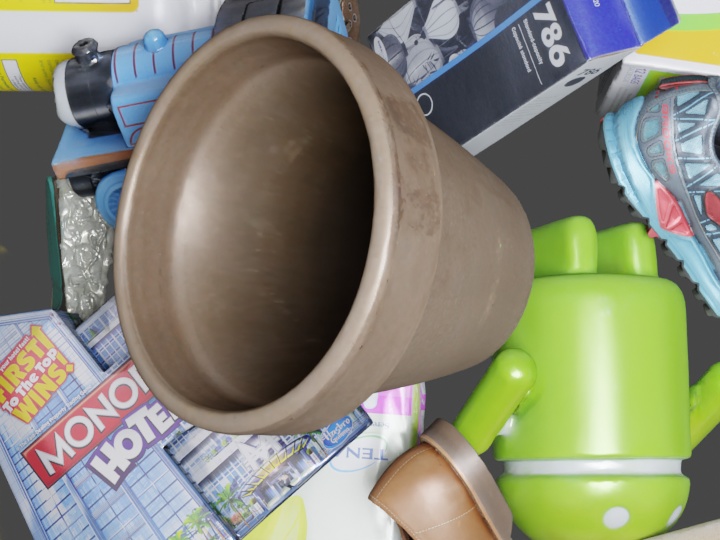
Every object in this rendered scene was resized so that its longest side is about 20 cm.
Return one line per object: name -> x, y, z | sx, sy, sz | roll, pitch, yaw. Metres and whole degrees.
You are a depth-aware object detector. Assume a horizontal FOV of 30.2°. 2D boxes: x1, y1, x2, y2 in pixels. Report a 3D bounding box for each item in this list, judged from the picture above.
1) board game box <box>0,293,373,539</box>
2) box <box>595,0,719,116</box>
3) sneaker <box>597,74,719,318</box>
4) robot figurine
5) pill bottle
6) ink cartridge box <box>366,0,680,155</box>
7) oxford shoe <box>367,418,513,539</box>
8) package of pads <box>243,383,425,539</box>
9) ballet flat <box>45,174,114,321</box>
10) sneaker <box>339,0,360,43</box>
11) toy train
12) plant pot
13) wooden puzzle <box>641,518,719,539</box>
board game box -> -0.130, 0.075, 0.754 | 0.200, 0.062, 0.200 | -41, 84, -1
box -> 0.254, -0.142, 0.809 | 0.197, 0.113, 0.103 | 9, 81, 3
sneaker -> 0.227, -0.028, 0.772 | 0.095, 0.080, 0.200 | -32, 113, 32
robot figurine -> 0.134, 0.074, 0.782 | 0.173, 0.115, 0.203 | 5, 80, -28
pill bottle -> -0.163, -0.165, 0.840 | 0.197, 0.104, 0.106 | 1, 82, 3
ink cartridge box -> 0.088, -0.142, 0.790 | 0.039, 0.199, 0.101 | -11, 76, -42
oxford shoe -> 0.068, 0.183, 0.746 | 0.071, 0.071, 0.201 | -36, 103, -14
package of pads -> -0.038, 0.133, 0.807 | 0.152, 0.068, 0.204 | 4, 85, 4
ballet flat -> -0.165, 0.032, 0.833 | 0.071, 0.072, 0.203 | -1, 82, 3
sneaker -> -0.031, -0.142, 0.843 | 0.069, 0.076, 0.203 | -6, 81, 2
toy train -> -0.089, -0.094, 0.780 | 0.197, 0.115, 0.087 | -8, 37, 11
plant pot -> -0.002, -0.013, 0.689 | 0.198, 0.173, 0.204 | -9, 77, 44
wooden puzzle -> 0.226, 0.225, 0.766 | 0.183, 0.046, 0.203 | -16, 110, 4
